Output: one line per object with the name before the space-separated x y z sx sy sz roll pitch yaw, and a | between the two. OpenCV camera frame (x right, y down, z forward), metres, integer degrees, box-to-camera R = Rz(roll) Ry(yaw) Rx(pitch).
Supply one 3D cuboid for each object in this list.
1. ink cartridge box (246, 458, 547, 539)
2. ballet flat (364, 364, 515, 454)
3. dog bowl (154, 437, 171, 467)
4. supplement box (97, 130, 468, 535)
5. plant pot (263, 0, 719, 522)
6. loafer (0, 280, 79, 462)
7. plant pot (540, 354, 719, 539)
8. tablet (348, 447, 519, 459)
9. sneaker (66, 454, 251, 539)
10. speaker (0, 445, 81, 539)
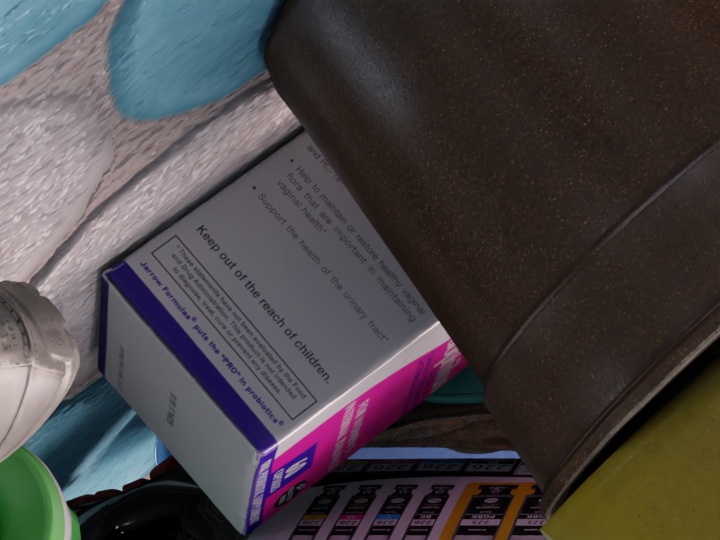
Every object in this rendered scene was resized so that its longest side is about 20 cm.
ink cartridge box | 0.057 0.141 1.234 0.198 0.085 0.176 -1 -166 12
ballet flat | 0.011 0.056 1.295 0.067 0.198 0.068 86 10 -58
dog bowl | -0.009 0.055 1.380 0.200 0.111 0.050 -46 -174 23
supplement box | 0.000 0.000 1.222 0.200 0.103 0.101 -38 165 -19
plant pot | 0.081 -0.048 1.073 0.200 0.198 0.200 -38 167 -11
loafer | -0.179 0.083 1.071 0.200 0.070 0.070 -54 158 21
plant pot | 0.206 0.085 1.043 0.177 0.200 0.200 -53 167 3
tablet | 0.066 0.085 1.343 0.130 0.200 0.014 -41 -166 22
sneaker | -0.113 0.140 1.358 0.200 0.071 0.098 -28 -172 30
speaker | -0.160 0.128 1.231 0.088 0.089 0.200 -37 167 -15
